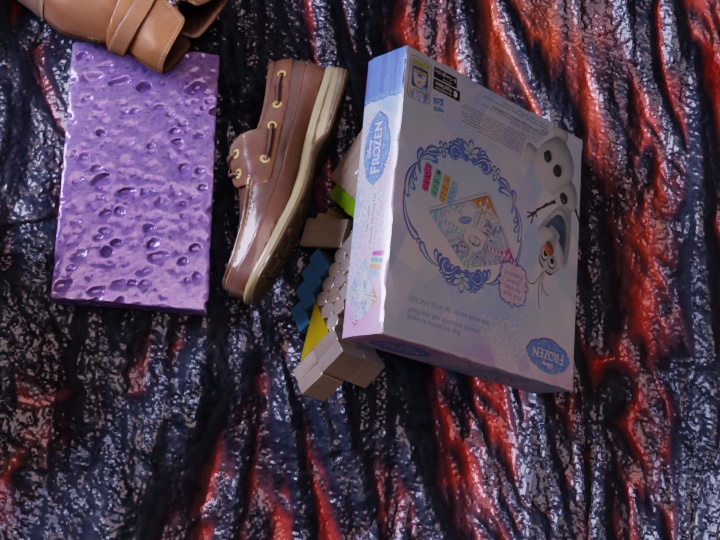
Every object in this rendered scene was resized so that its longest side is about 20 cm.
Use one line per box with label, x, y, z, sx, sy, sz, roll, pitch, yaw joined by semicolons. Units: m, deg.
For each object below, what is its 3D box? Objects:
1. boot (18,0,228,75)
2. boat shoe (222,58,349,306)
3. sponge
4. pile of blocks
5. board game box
boot;-0.162;-0.252;0.875;0.155;0.077;0.201;29;67;6
boat shoe;-0.067;-0.069;0.859;0.067;0.072;0.201;17;67;2
sponge;-0.163;-0.069;0.862;0.111;0.030;0.201;3;75;-9
pile of blocks;0.000;0.000;0.861;0.062;0.082;0.201;26;78;-42
board game box;0.080;-0.028;0.830;0.199;0.043;0.200;19;68;-40
